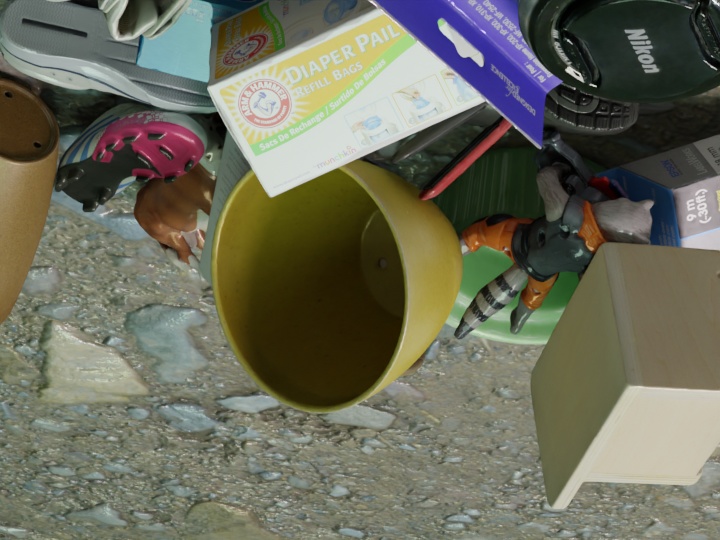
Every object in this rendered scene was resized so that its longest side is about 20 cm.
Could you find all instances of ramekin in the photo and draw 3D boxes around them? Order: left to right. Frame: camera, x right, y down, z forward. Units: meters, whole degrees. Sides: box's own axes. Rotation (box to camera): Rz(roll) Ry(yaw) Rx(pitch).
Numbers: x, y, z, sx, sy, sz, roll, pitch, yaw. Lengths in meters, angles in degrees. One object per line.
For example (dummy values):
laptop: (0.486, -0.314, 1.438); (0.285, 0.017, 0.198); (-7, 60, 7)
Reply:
ramekin: (0.150, -0.024, 1.663); (0.198, 0.099, 0.201); (5, 150, 3)

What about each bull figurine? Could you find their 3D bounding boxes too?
bull figurine: (-0.138, -0.064, 1.666); (0.122, 0.065, 0.200); (52, 149, -2)

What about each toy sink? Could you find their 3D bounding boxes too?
toy sink: (0.220, 0.090, 1.477); (0.111, 0.131, 0.201); (4, 144, -13)

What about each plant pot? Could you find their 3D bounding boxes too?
plant pot: (-0.344, -0.068, 1.631); (0.185, 0.188, 0.200); (21, 135, -24)
plant pot: (0.000, 0.000, 1.485); (0.199, 0.202, 0.141); (-20, 175, 39)

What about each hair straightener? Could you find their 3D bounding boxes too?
hair straightener: (0.099, -0.144, 1.423); (0.077, 0.200, 0.041); (49, 179, -6)

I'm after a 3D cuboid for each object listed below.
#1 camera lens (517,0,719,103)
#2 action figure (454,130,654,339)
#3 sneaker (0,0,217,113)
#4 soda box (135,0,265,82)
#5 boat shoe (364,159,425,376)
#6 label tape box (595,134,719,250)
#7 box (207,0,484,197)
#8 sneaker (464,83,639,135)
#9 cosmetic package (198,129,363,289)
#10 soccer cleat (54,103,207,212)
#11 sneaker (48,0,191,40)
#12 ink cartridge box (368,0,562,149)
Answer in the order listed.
camera lens: (0.185, -0.222, 1.205); (0.158, 0.202, 0.160); (5, 151, 3)
action figure: (0.168, 0.001, 1.507); (0.200, 0.105, 0.193); (46, 135, -13)
sneaker: (-0.197, -0.174, 1.517); (0.198, 0.074, 0.071); (18, 168, -11)
soda box: (-0.070, -0.177, 1.452); (0.198, 0.064, 0.068); (13, 120, -10)
boat shoe: (0.001, 0.002, 1.640); (0.072, 0.202, 0.067); (3, 159, -39)
label tape box: (0.285, -0.030, 1.542); (0.198, 0.063, 0.145); (-18, 123, -3)
box: (-0.003, -0.156, 1.366); (0.198, 0.113, 0.102); (-23, 120, 12)
sneaker: (0.124, -0.146, 1.498); (0.198, 0.077, 0.091); (12, 164, -6)
cosmetic package: (-0.063, -0.065, 1.558); (0.101, 0.074, 0.201); (-10, 132, -28)
soccer cleat: (-0.191, -0.114, 1.582); (0.070, 0.087, 0.199); (38, 147, -27)
sneaker: (-0.189, -0.217, 1.380); (0.073, 0.117, 0.199); (28, 145, -37)
ink cartridge box: (0.081, -0.213, 1.242); (0.043, 0.202, 0.198); (-19, 142, 34)
